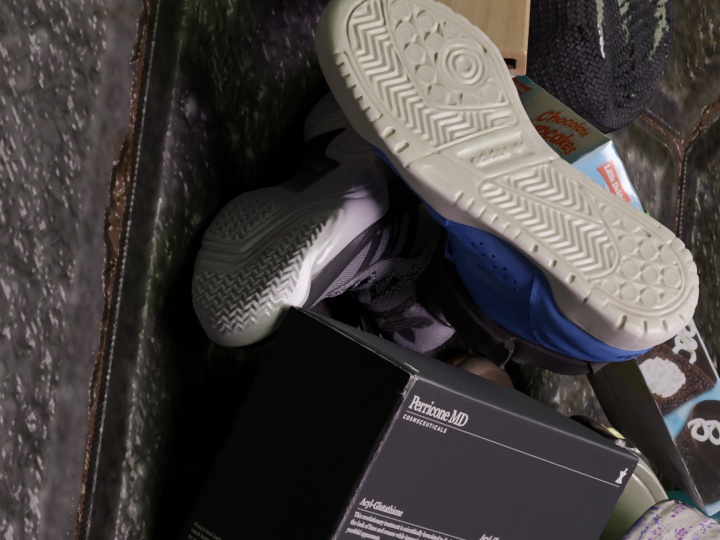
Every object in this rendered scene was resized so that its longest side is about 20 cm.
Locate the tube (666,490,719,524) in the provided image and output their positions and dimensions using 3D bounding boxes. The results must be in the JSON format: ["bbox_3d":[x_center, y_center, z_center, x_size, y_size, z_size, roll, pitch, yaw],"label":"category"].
[{"bbox_3d":[0.241,0.142,1.544,0.050,0.199,0.078,-57,133,-43],"label":"tube"}]

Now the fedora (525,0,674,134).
[{"bbox_3d":[0.100,-0.135,1.453,0.200,0.091,0.202,10,78,-57],"label":"fedora"}]

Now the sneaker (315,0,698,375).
[{"bbox_3d":[0.046,-0.031,1.253,0.200,0.111,0.077,40,64,-5],"label":"sneaker"}]

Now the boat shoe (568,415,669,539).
[{"bbox_3d":[0.149,0.162,1.516,0.061,0.071,0.202,-116,-178,-61],"label":"boat shoe"}]

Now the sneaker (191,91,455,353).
[{"bbox_3d":[0.000,0.000,1.296,0.200,0.075,0.114,-55,128,-48],"label":"sneaker"}]

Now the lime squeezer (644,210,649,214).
[{"bbox_3d":[0.118,0.015,1.517,0.200,0.038,0.071,-14,98,-56],"label":"lime squeezer"}]

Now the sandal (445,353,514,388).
[{"bbox_3d":[0.065,0.139,1.402,0.080,0.054,0.201,15,74,-56],"label":"sandal"}]

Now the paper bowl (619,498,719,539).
[{"bbox_3d":[0.141,0.219,1.385,0.201,0.104,0.201,-53,163,-24],"label":"paper bowl"}]

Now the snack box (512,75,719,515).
[{"bbox_3d":[0.119,0.010,1.386,0.037,0.116,0.201,-31,118,-7],"label":"snack box"}]

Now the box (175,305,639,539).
[{"bbox_3d":[0.019,0.111,1.267,0.200,0.079,0.142,23,97,-55],"label":"box"}]

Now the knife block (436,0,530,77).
[{"bbox_3d":[0.049,-0.193,1.321,0.200,0.064,0.177,-78,170,-72],"label":"knife block"}]
